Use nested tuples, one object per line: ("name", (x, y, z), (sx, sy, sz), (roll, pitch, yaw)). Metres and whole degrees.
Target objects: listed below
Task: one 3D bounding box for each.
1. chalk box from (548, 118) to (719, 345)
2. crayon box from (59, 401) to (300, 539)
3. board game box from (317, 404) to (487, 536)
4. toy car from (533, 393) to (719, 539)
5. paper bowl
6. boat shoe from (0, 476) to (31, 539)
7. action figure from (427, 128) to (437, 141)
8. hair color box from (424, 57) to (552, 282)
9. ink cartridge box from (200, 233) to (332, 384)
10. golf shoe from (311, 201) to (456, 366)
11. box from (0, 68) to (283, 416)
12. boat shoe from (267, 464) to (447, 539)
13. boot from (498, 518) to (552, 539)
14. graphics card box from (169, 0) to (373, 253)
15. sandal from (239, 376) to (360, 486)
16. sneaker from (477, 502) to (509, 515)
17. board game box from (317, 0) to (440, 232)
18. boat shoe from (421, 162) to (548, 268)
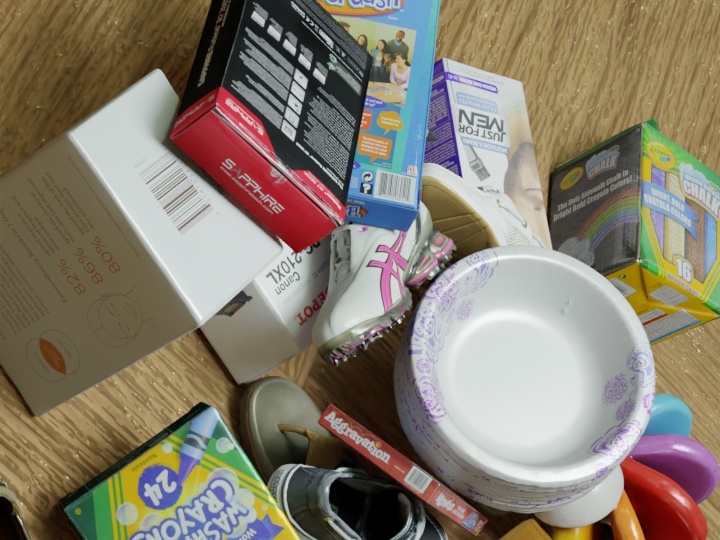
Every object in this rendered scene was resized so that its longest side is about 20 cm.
("chalk box", (0.260, -0.047, 1.926), (0.123, 0.124, 0.202), (31, 52, -31))
("crayon box", (-0.103, 0.210, 1.426), (0.125, 0.052, 0.201), (-34, 98, -11))
("board game box", (0.035, 0.154, 1.550), (0.103, 0.020, 0.200), (36, -4, 19))
("toy car", (0.225, 0.179, 1.718), (0.176, 0.148, 0.201), (71, 26, -45))
("paper bowl", (0.123, 0.090, 1.606), (0.198, 0.105, 0.202), (5, 63, -10))
("boat shoe", (-0.252, 0.150, 1.332), (0.074, 0.075, 0.204), (-21, 86, -49))
("action figure", (-0.019, -0.160, 1.675), (0.200, 0.104, 0.194), (58, -3, 48))
("hair color box", (0.106, -0.079, 1.831), (0.109, 0.065, 0.202), (10, 64, -43))
("ink cartridge box", (-0.088, -0.037, 1.591), (0.201, 0.084, 0.145), (56, 41, -8))
("golf shoe", (0.000, 0.000, 1.551), (0.092, 0.072, 0.200), (51, 32, -8))
("box", (-0.180, -0.016, 1.397), (0.153, 0.199, 0.106), (55, 43, -8))
("boat shoe", (0.016, 0.187, 1.529), (0.200, 0.067, 0.072), (32, 60, -46))
("boot", (0.108, 0.307, 1.620), (0.144, 0.201, 0.071), (43, 0, 36))
("graphics card box", (-0.057, -0.120, 1.411), (0.125, 0.051, 0.201), (41, 34, -25))
("sandal", (-0.026, 0.170, 1.570), (0.080, 0.054, 0.202), (-21, 87, -48))
("sneaker", (0.129, 0.106, 1.750), (0.118, 0.073, 0.202), (3, 69, -47))
("board game box", (-0.022, -0.140, 1.548), (0.151, 0.045, 0.202), (11, 66, -8))
("boat shoe", (0.097, -0.037, 1.690), (0.200, 0.070, 0.070), (43, 46, -41))
